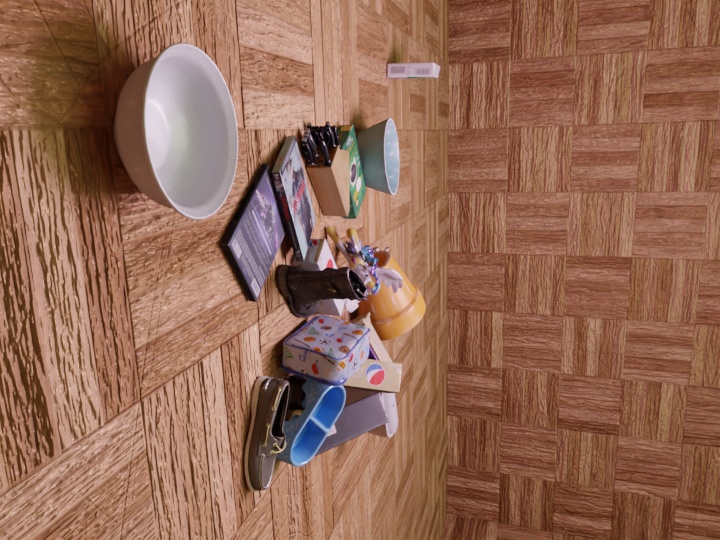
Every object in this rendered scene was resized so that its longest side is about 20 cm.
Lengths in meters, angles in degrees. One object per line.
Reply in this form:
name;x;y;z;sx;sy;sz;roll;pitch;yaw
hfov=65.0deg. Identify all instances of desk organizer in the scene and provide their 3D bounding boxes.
desk organizer;-0.040;0.353;1.302;0.077;0.196;0.073;-37;-108;62

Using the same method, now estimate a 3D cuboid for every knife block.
knife block;-0.080;-0.220;1.251;0.175;0.062;0.207;-24;115;-70

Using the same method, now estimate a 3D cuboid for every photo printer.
photo printer;0.017;0.340;1.475;0.069;0.163;0.205;-41;135;-41

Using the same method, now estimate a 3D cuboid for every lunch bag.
lunch bag;-0.071;0.161;1.181;0.200;0.156;0.078;-32;130;-65

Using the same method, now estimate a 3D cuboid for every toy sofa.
toy sofa;0.025;0.224;1.486;0.203;0.081;0.098;60;23;-11

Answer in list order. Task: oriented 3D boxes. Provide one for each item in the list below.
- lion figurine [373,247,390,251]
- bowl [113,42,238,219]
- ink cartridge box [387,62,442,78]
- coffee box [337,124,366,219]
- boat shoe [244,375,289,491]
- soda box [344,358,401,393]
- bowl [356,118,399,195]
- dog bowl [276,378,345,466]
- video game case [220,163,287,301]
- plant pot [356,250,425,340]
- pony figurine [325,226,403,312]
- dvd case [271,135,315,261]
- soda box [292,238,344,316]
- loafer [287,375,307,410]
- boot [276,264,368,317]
lion figurine;0.070;0.003;1.726;0.200;0.070;0.126;-61;148;-70
bowl;-0.238;-0.167;0.699;0.201;0.088;0.208;2;90;-73
ink cartridge box;0.188;-0.667;1.903;0.200;0.156;0.052;-35;128;-69
coffee box;-0.032;-0.249;1.434;0.125;0.043;0.203;-72;157;-43
boat shoe;-0.167;0.300;1.033;0.072;0.059;0.208;25;68;-71
soda box;-0.006;0.242;1.326;0.064;0.194;0.070;145;-46;-68
bowl;0.040;-0.309;1.551;0.200;0.102;0.207;0;90;-76
dog bowl;-0.099;0.303;1.147;0.202;0.049;0.112;-56;141;-19
video game case;-0.182;-0.069;1.013;0.145;0.018;0.203;74;24;-46
plant pot;0.060;0.058;1.565;0.186;0.195;0.202;64;29;-26
pony figurine;0.000;0.000;1.379;0.203;0.164;0.193;62;3;26
dvd case;-0.130;-0.143;1.131;0.148;0.021;0.204;-80;162;-52
soda box;-0.087;0.018;1.256;0.202;0.062;0.069;70;28;-50
loafer;-0.100;0.270;1.229;0.200;0.069;0.075;38;56;-69
boot;-0.066;0.047;1.145;0.201;0.169;0.071;59;37;-60
